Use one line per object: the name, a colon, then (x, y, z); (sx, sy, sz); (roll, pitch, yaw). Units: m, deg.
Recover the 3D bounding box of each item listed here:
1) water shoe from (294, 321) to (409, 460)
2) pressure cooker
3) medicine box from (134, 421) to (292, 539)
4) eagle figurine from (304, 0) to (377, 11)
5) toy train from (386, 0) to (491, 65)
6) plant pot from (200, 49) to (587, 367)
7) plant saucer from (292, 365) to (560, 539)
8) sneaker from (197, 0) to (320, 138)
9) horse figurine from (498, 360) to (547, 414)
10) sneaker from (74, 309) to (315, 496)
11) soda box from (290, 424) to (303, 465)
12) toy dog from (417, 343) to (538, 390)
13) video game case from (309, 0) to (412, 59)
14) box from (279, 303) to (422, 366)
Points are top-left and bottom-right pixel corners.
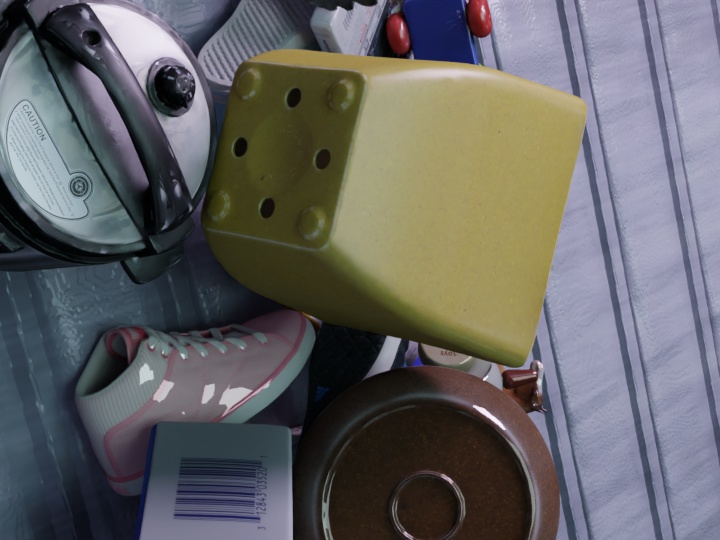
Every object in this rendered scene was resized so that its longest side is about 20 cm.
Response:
water shoe: (0.001, 0.101, 1.092); (0.079, 0.071, 0.201); (33, 70, -51)
pressure cooker: (-0.192, -0.090, 0.908); (0.175, 0.200, 0.180); (21, 75, -37)
medicine box: (-0.100, 0.234, 0.952); (0.102, 0.182, 0.201); (3, 114, -5)
eagle figurine: (-0.040, -0.302, 1.044); (0.200, 0.152, 0.151); (33, 27, -25)
toy train: (0.087, -0.146, 1.206); (0.116, 0.084, 0.201); (-65, 143, -68)
plant pot: (0.005, -0.058, 0.960); (0.200, 0.195, 0.195); (17, 86, -51)
plant saucer: (0.046, 0.170, 1.013); (0.199, 0.034, 0.201); (0, 90, 1)
sneaker: (-0.074, -0.169, 1.121); (0.200, 0.074, 0.082); (-48, 160, -43)
horse figurine: (0.060, 0.055, 1.202); (0.199, 0.050, 0.133); (1, 90, -7)
sneaker: (-0.125, 0.067, 1.045); (0.200, 0.075, 0.105); (-38, 117, -26)
soda box: (-0.044, 0.161, 1.126); (0.199, 0.068, 0.064); (-14, 97, -40)
toy dog: (0.087, 0.136, 1.099); (0.132, 0.096, 0.201); (61, 33, -75)
video game case: (0.021, -0.237, 1.165); (0.182, 0.023, 0.201); (59, 47, -63)
box: (0.000, 0.000, 1.136); (0.200, 0.041, 0.119); (36, 78, -14)
